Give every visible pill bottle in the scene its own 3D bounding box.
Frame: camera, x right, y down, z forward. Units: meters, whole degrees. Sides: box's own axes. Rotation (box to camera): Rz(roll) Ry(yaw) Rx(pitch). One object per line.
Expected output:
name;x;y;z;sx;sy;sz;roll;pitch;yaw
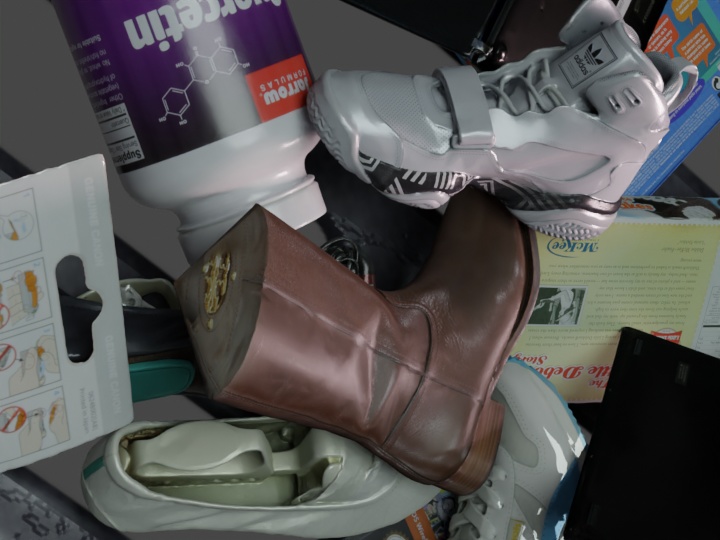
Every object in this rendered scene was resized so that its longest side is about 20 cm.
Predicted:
pill bottle;-0.086;-0.110;0.942;0.112;0.112;0.202;-24;98;-25

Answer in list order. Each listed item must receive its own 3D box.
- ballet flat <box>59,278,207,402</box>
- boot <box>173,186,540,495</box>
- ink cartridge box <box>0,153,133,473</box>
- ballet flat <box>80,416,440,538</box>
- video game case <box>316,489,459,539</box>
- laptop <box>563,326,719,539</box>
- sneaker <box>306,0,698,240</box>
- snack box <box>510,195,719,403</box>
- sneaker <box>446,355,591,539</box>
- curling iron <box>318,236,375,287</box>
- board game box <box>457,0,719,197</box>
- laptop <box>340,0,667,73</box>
ballet flat;-0.082;0.034;0.964;0.198;0.073;0.074;0;88;-21
boot;0.000;0.000;0.929;0.199;0.064;0.188;27;59;-38
ink cartridge box;-0.209;0.030;0.859;0.198;0.047;0.161;-18;129;-22
ballet flat;-0.042;0.099;0.958;0.198;0.069;0.070;-2;88;-15
video game case;0.063;0.207;1.037;0.180;0.025;0.202;-30;104;-28
laptop;0.203;0.156;1.000;0.198;0.117;0.188;20;35;6
sneaker;0.075;-0.087;0.935;0.198;0.115;0.076;14;40;-33
snack box;0.160;0.017;1.075;0.198;0.037;0.117;1;114;-27
sneaker;0.079;0.146;0.990;0.080;0.076;0.203;-8;89;-24
curling iron;-0.006;0.082;1.024;0.049;0.026;0.202;-8;96;-5
board game box;0.131;-0.149;1.090;0.152;0.045;0.201;-44;107;-21
laptop;0.077;-0.179;1.035;0.200;0.103;0.179;41;70;-45
